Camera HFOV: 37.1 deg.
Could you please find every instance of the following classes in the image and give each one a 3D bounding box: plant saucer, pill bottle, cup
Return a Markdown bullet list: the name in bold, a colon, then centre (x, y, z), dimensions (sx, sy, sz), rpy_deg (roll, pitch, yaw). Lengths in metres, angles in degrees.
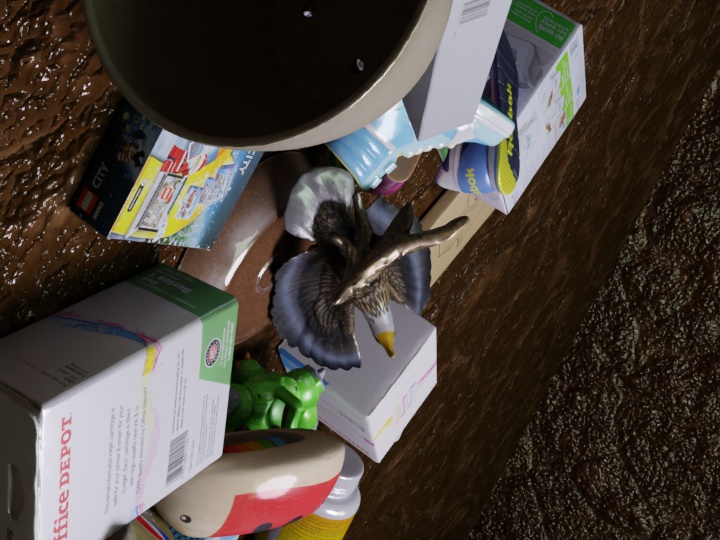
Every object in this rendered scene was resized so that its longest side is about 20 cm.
- **plant saucer**: centre (-0.089, -0.006, 0.936), dimensions (0.201, 0.036, 0.202), rpy_deg (-49, 160, -25)
- **pill bottle**: centre (-0.069, 0.322, 1.407), dimensions (0.109, 0.108, 0.202), rpy_deg (-20, 140, -60)
- **cup**: centre (-0.028, -0.154, 0.580), dimensions (0.202, 0.199, 0.143), rpy_deg (-58, 159, 7)

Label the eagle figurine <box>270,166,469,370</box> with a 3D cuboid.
- **eagle figurine**: centre (0.000, 0.008, 0.932), dimensions (0.200, 0.149, 0.154), rpy_deg (120, -19, -81)

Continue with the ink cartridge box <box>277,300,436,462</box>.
- **ink cartridge box**: centre (0.003, 0.114, 1.222), dimensions (0.126, 0.128, 0.201), rpy_deg (-50, 161, -17)

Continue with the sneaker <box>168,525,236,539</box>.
- **sneaker**: centre (-0.150, 0.269, 1.148), dimensions (0.199, 0.079, 0.132), rpy_deg (-31, 149, -34)

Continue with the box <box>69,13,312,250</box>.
- **box**: centre (-0.101, -0.112, 0.727), dimensions (0.202, 0.037, 0.136), rpy_deg (-60, 161, 9)

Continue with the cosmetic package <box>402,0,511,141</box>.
- **cosmetic package**: centre (0.042, -0.200, 0.722), dimensions (0.051, 0.153, 0.200), rpy_deg (-20, 165, -8)

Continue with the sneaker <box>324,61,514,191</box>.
- **sneaker**: centre (0.041, -0.122, 0.958), dimensions (0.198, 0.080, 0.132), rpy_deg (17, 113, -39)

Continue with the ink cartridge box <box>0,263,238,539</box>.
- **ink cartridge box**: centre (-0.183, 0.102, 0.763), dimensions (0.199, 0.083, 0.147), rpy_deg (-31, 137, -53)

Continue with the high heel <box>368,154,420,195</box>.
- **high heel**: centre (0.060, -0.165, 1.048), dimensions (0.203, 0.066, 0.096), rpy_deg (-68, -165, -9)

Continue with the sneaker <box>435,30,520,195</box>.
- **sneaker**: centre (0.113, -0.170, 1.075), dimensions (0.074, 0.081, 0.204), rpy_deg (36, 53, -54)

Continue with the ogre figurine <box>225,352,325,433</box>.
- **ogre figurine**: centre (-0.101, 0.153, 1.057), dimensions (0.197, 0.099, 0.121), rpy_deg (7, 121, -32)

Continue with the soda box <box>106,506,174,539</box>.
- **soda box**: centre (-0.188, 0.220, 0.841), dimensions (0.068, 0.064, 0.200), rpy_deg (-50, -160, -8)

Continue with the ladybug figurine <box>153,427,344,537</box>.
- **ladybug figurine**: centre (-0.095, 0.182, 0.927), dimensions (0.197, 0.135, 0.074), rpy_deg (-2, 91, -40)

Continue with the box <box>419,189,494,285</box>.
- **box**: centre (0.128, -0.071, 1.401), dimensions (0.200, 0.021, 0.164), rpy_deg (-49, 160, -22)

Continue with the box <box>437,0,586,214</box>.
- **box**: centre (0.170, -0.182, 1.208), dimensions (0.178, 0.096, 0.200), rpy_deg (-55, 162, -3)
